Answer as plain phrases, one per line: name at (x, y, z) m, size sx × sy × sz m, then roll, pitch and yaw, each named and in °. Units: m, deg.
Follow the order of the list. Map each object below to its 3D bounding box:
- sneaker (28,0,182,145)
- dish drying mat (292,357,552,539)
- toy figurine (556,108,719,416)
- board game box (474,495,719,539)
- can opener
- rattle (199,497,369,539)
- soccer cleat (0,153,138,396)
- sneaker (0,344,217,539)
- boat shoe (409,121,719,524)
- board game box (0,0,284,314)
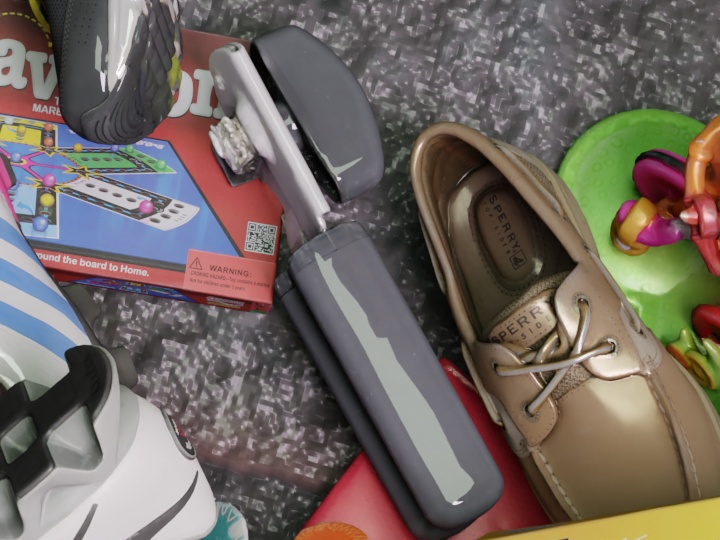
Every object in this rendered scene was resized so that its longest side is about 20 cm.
sneaker at (-0.114, -0.125, 1.035) m, size 0.084 × 0.075 × 0.201 m, roll -8°, pitch 54°, yaw 2°
dish drying mat at (-0.002, 0.130, 1.013) m, size 0.077 × 0.018 × 0.200 m, roll 38°, pitch 72°, yaw 2°
toy figurine at (0.170, -0.009, 0.991) m, size 0.200 × 0.184 × 0.150 m, roll 43°, pitch 73°, yaw 5°
board game box at (0.147, 0.143, 0.902) m, size 0.199 × 0.040 × 0.154 m, roll -12°, pitch 85°, yaw 11°
can opener at (0.000, 0.000, 1.012) m, size 0.066 × 0.053 × 0.201 m, roll -22°, pitch 79°, yaw -16°
rattle at (-0.050, 0.179, 0.906) m, size 0.130 × 0.143 × 0.201 m, roll 33°, pitch 91°, yaw 5°
soccer cleat at (-0.159, -0.009, 0.972) m, size 0.086 × 0.070 × 0.200 m, roll -29°, pitch 80°, yaw -38°
sneaker at (-0.132, 0.118, 0.921) m, size 0.200 × 0.074 × 0.089 m, roll -36°, pitch 124°, yaw 10°
boat shoe at (0.068, 0.031, 0.989) m, size 0.071 × 0.064 × 0.200 m, roll -38°, pitch 53°, yaw 13°
board game box at (-0.125, -0.050, 1.044) m, size 0.199 × 0.019 × 0.104 m, roll 9°, pitch 72°, yaw -6°
